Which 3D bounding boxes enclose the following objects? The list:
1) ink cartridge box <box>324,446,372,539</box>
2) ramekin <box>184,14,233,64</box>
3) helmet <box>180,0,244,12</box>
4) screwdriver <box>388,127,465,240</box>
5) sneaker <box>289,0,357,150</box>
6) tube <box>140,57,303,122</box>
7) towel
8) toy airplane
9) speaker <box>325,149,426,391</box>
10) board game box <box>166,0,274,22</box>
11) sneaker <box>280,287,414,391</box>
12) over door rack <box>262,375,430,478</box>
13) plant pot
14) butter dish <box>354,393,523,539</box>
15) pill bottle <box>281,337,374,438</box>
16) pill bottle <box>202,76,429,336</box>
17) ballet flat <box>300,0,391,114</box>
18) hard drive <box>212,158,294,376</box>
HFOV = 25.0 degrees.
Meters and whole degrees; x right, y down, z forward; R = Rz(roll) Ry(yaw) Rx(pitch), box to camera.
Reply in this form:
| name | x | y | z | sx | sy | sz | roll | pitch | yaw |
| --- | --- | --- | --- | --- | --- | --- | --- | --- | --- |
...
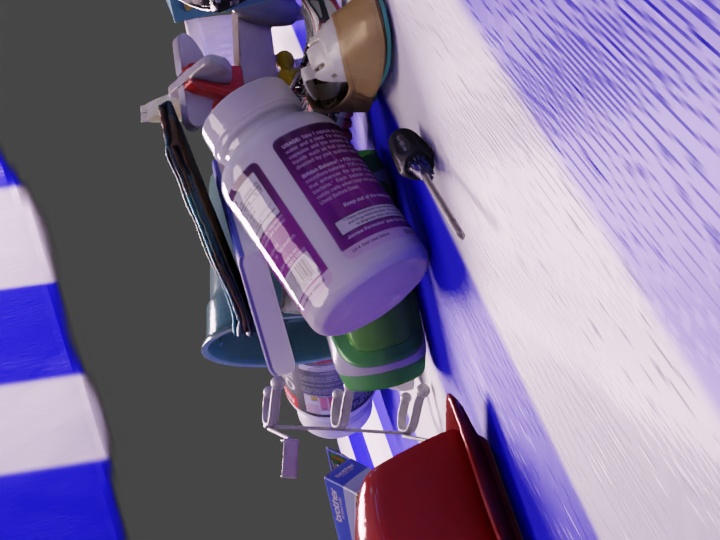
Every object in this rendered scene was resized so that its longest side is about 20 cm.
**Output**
| name | x | y | z | sx | sy | sz | roll | pitch | yaw |
| --- | --- | --- | --- | --- | --- | --- | --- | --- | --- |
| ink cartridge box | 0.034 | 0.244 | 1.452 | 0.200 | 0.042 | 0.119 | 25 | 136 | 44 |
| ramekin | -0.221 | -0.335 | 2.730 | 0.200 | 0.105 | 0.200 | 166 | 90 | -85 |
| helmet | -0.110 | -0.312 | 1.207 | 0.200 | 0.191 | 0.200 | 36 | 172 | 6 |
| screwdriver | 0.051 | -0.059 | 1.098 | 0.200 | 0.029 | 0.028 | -124 | 21 | -64 |
| sneaker | -0.043 | -0.150 | 1.453 | 0.081 | 0.075 | 0.200 | -116 | 27 | -70 |
| tube | -0.135 | -0.185 | 1.724 | 0.058 | 0.200 | 0.052 | 91 | 166 | -67 |
| towel | -0.146 | -0.049 | 1.519 | 0.147 | 0.022 | 0.200 | -116 | 5 | -67 |
| toy airplane | -0.087 | -0.177 | 1.580 | 0.200 | 0.141 | 0.199 | 60 | -149 | -21 |
| speaker | 0.000 | 0.000 | 1.418 | 0.088 | 0.088 | 0.200 | -130 | 27 | -78 |
| board game box | -0.096 | -0.262 | 1.392 | 0.200 | 0.151 | 0.047 | -122 | 19 | -72 |
| sneaker | -0.017 | 0.034 | 1.538 | 0.074 | 0.116 | 0.200 | -123 | 18 | -68 |
| over door rack | -0.006 | 0.135 | 1.459 | 0.200 | 0.148 | 0.067 | -136 | 50 | -78 |
| plant pot | -0.082 | -0.015 | 1.760 | 0.200 | 0.200 | 0.196 | 95 | 169 | -73 |
| butter dish | 0.045 | 0.227 | 1.222 | 0.199 | 0.148 | 0.200 | 85 | 170 | -54 |
| pill bottle | -0.039 | 0.108 | 1.939 | 0.200 | 0.116 | 0.116 | 83 | 171 | -51 |
| pill bottle | -0.042 | -0.056 | 1.307 | 0.200 | 0.112 | 0.112 | 56 | 168 | 19 |
| ballet flat | -0.014 | -0.160 | 1.272 | 0.200 | 0.063 | 0.069 | 103 | 154 | -78 |
| hard drive | -0.103 | -0.008 | 1.534 | 0.200 | 0.025 | 0.132 | -112 | 7 | -59 |
